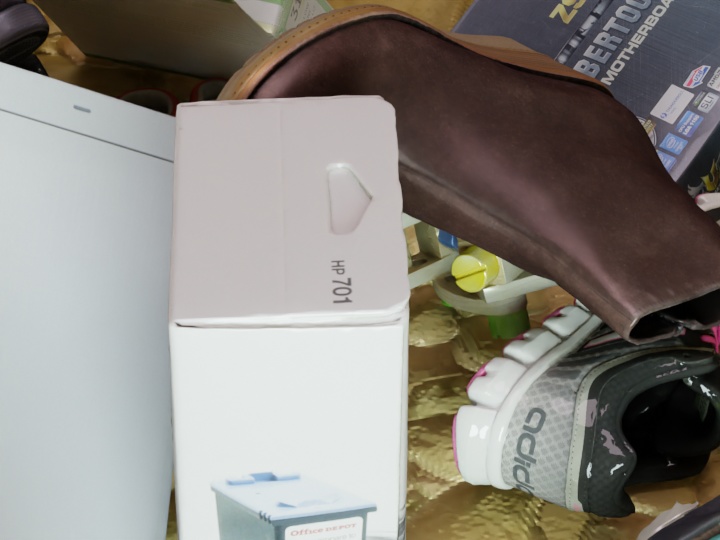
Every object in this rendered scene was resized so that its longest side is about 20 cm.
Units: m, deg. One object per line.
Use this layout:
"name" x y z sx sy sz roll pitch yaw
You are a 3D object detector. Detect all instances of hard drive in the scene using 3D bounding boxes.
"hard drive" -0.124 0.027 1.025 0.132 0.200 0.027 16 -16 -38

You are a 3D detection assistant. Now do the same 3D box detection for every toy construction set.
"toy construction set" 0.000 0.000 1.152 0.200 0.092 0.131 -8 13 -36

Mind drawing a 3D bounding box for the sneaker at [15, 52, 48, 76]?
"sneaker" -0.165 -0.047 1.257 0.076 0.075 0.200 -29 30 -3

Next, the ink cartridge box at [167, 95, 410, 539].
"ink cartridge box" -0.026 0.056 0.991 0.086 0.200 0.147 -2 35 -1

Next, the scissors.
"scissors" -0.098 -0.038 1.289 0.073 0.014 0.200 2 35 5

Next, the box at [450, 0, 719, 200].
"box" 0.144 -0.124 1.301 0.158 0.051 0.200 27 71 35

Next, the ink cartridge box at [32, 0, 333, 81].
"ink cartridge box" -0.101 -0.142 1.300 0.145 0.200 0.048 13 78 19

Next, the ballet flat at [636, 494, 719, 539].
"ballet flat" 0.154 0.109 1.036 0.200 0.073 0.073 -30 44 -25

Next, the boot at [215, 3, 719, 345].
"boot" 0.055 -0.034 1.064 0.200 0.072 0.166 -10 46 -44

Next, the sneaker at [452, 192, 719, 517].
"sneaker" 0.128 0.040 1.123 0.087 0.074 0.200 28 46 29

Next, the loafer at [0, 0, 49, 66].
"loafer" -0.239 -0.082 1.246 0.200 0.063 0.072 -32 -4 11
